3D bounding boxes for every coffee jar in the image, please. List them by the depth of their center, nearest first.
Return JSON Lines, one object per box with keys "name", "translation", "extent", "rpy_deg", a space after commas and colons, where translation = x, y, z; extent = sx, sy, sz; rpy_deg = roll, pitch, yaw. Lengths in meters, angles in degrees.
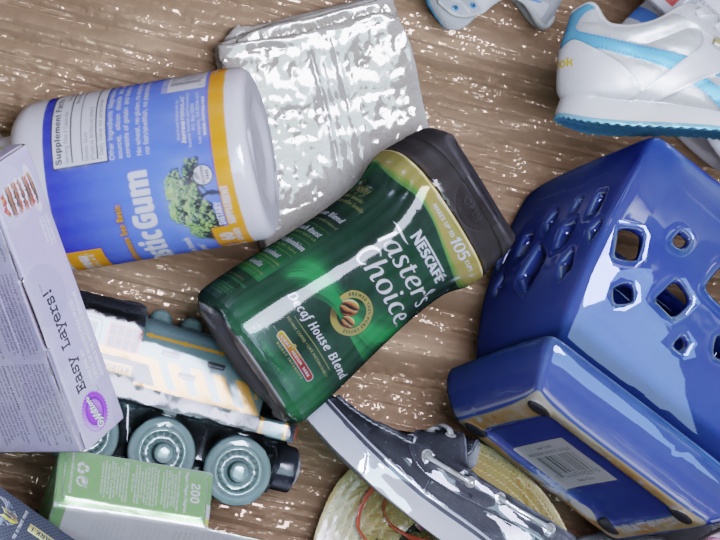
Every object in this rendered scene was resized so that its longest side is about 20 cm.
{"name": "coffee jar", "translation": [0.000, 0.000, 1.550], "extent": [0.200, 0.085, 0.105], "rpy_deg": [-39, 110, -12]}

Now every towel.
{"name": "towel", "translation": [-0.016, -0.076, 1.610], "extent": [0.131, 0.034, 0.202], "rpy_deg": [-13, 101, -6]}

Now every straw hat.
{"name": "straw hat", "translation": [0.066, 0.215, 1.634], "extent": [0.199, 0.085, 0.203], "rpy_deg": [-5, 75, 19]}

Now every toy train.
{"name": "toy train", "translation": [-0.129, 0.085, 1.594], "extent": [0.198, 0.085, 0.115], "rpy_deg": [15, 87, -12]}

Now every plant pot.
{"name": "plant pot", "translation": [0.180, 0.057, 1.551], "extent": [0.199, 0.200, 0.181], "rpy_deg": [36, 71, -11]}

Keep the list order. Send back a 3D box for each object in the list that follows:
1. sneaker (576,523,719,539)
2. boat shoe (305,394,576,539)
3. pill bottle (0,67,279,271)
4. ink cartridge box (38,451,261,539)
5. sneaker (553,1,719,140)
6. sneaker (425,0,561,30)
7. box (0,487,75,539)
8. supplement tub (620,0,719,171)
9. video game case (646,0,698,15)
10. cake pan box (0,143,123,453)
{"name": "sneaker", "translation": [0.211, 0.181, 1.660], "extent": [0.198, 0.096, 0.079], "rpy_deg": [-8, 141, -16]}
{"name": "boat shoe", "translation": [0.051, 0.133, 1.568], "extent": [0.199, 0.072, 0.068], "rpy_deg": [37, 86, 13]}
{"name": "pill bottle", "translation": [-0.158, -0.060, 1.538], "extent": [0.198, 0.112, 0.113], "rpy_deg": [-10, 101, 8]}
{"name": "ink cartridge box", "translation": [-0.115, 0.186, 1.581], "extent": [0.198, 0.146, 0.048], "rpy_deg": [10, 55, -11]}
{"name": "sneaker", "translation": [0.221, -0.123, 1.491], "extent": [0.198, 0.077, 0.082], "rpy_deg": [4, 86, -2]}
{"name": "sneaker", "translation": [0.050, -0.206, 1.582], "extent": [0.198, 0.075, 0.087], "rpy_deg": [14, 102, -11]}
{"name": "box", "translation": [-0.228, 0.252, 1.539], "extent": [0.157, 0.051, 0.200], "rpy_deg": [37, 118, -8]}
{"name": "supplement tub", "translation": [0.276, -0.173, 1.593], "extent": [0.200, 0.132, 0.132], "rpy_deg": [-42, 103, -1]}
{"name": "video game case", "translation": [0.185, -0.275, 1.565], "extent": [0.143, 0.017, 0.200], "rpy_deg": [-43, 71, -2]}
{"name": "cake pan box", "translation": [-0.255, 0.026, 1.511], "extent": [0.052, 0.183, 0.201], "rpy_deg": [-38, 115, -47]}
